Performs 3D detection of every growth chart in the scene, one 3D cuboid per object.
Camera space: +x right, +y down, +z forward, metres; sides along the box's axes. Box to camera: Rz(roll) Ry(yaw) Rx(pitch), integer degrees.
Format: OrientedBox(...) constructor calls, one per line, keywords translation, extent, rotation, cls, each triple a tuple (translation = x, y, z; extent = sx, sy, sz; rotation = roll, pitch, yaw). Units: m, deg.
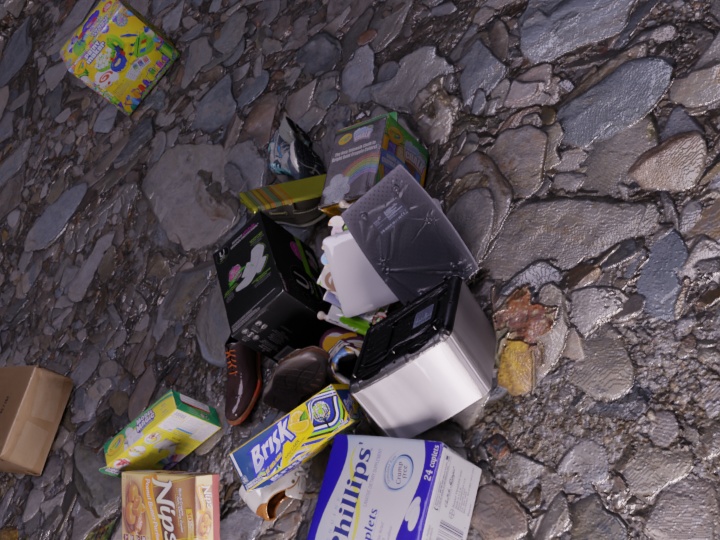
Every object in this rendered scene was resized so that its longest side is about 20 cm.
OrientedBox(translation=(0.000, 0.000, 1.642), extent=(0.142, 0.018, 0.204), rotation=(13, 91, 13), cls="growth chart")

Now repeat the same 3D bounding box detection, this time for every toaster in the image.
OrientedBox(translation=(0.088, 0.124, 1.452), extent=(0.179, 0.119, 0.201), rotation=(-33, 15, 23), cls="toaster")

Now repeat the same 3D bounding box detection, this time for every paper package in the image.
OrientedBox(translation=(-0.702, 0.303, 2.132), extent=(0.188, 0.103, 0.204), rotation=(-6, 60, 42), cls="paper package")

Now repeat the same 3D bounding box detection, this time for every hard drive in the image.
OrientedBox(translation=(0.076, -0.043, 1.582), extent=(0.134, 0.042, 0.201), rotation=(-39, 81, 9), cls="hard drive")

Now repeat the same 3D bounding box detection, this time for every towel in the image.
OrientedBox(translation=(-0.108, -0.135, 1.825), extent=(0.196, 0.018, 0.086), rotation=(-14, 28, -19), cls="towel")

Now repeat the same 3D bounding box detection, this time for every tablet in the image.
OrientedBox(translation=(0.047, -0.018, 1.616), extent=(0.196, 0.014, 0.133), rotation=(-19, 83, 12), cls="tablet")

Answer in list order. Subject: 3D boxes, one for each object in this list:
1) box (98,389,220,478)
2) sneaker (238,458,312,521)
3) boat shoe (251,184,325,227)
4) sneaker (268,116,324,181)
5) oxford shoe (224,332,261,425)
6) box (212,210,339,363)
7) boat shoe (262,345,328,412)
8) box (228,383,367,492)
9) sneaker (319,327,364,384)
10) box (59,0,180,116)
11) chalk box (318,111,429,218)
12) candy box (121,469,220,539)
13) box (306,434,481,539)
OrientedBox(translation=(-0.348, 0.293, 1.790), extent=(0.199, 0.117, 0.049), rotation=(-40, 48, 16), cls="box")
OrientedBox(translation=(-0.094, 0.297, 1.597), extent=(0.084, 0.073, 0.201), rotation=(41, 95, 29), cls="sneaker")
OrientedBox(translation=(-0.133, -0.124, 1.911), extent=(0.199, 0.060, 0.073), rotation=(-1, 60, 43), cls="boat shoe")
OrientedBox(translation=(-0.128, -0.204, 1.959), extent=(0.086, 0.077, 0.201), rotation=(-47, 31, 17), cls="sneaker")
OrientedBox(translation=(-0.210, 0.162, 1.781), extent=(0.070, 0.072, 0.204), rotation=(-16, 54, 34), cls="oxford shoe")
OrientedBox(translation=(-0.144, 0.033, 1.748), extent=(0.124, 0.148, 0.202), rotation=(-39, 43, 18), cls="box")
OrientedBox(translation=(-0.100, 0.156, 1.640), extent=(0.200, 0.075, 0.073), rotation=(-43, 23, 54), cls="boat shoe")
OrientedBox(translation=(-0.092, 0.244, 1.521), extent=(0.199, 0.070, 0.065), rotation=(-36, 73, 15), cls="box")
OrientedBox(translation=(-0.018, 0.133, 1.604), extent=(0.076, 0.090, 0.199), rotation=(-54, 41, -1), cls="sneaker")
OrientedBox(translation=(-0.577, -0.520, 2.502), extent=(0.200, 0.192, 0.122), rotation=(-47, 41, 7), cls="box")
OrientedBox(translation=(0.028, -0.169, 1.743), extent=(0.123, 0.123, 0.203), rotation=(-11, 55, 39), cls="chalk box")
OrientedBox(translation=(-0.313, 0.390, 1.711), extent=(0.197, 0.055, 0.118), rotation=(-7, 83, 41), cls="candy box")
OrientedBox(translation=(0.041, 0.330, 1.405), extent=(0.197, 0.105, 0.187), rotation=(-5, 60, 42), cls="box")
